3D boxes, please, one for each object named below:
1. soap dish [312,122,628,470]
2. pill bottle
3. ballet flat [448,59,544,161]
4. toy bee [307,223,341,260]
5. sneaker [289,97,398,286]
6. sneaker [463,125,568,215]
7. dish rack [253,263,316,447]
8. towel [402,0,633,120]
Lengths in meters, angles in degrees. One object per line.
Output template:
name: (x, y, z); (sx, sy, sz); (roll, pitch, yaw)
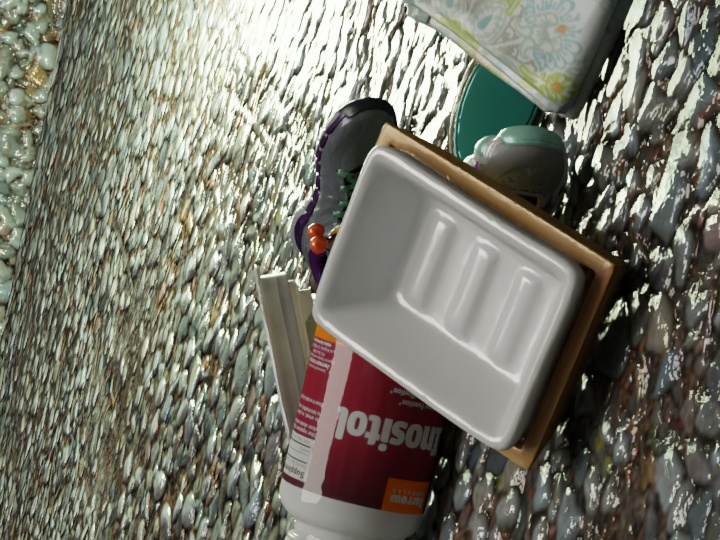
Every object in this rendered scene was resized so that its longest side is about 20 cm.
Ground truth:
soap dish: (0.073, 0.014, 1.442); (0.200, 0.081, 0.157); (34, 116, 30)
pill bottle: (0.003, 0.134, 1.637); (0.113, 0.113, 0.200); (-161, 84, -71)
ballet flat: (0.117, -0.159, 1.611); (0.062, 0.067, 0.200); (13, -86, -80)
toy bee: (0.000, 0.000, 1.744); (0.131, 0.109, 0.200); (-132, 57, -70)
sneaker: (-0.003, -0.059, 1.875); (0.200, 0.074, 0.088); (110, 148, -47)
sneaker: (0.100, 0.003, 1.518); (0.200, 0.078, 0.140); (111, 160, -51)
dish rack: (-0.048, 0.087, 1.794); (0.200, 0.044, 0.172); (89, 169, -79)
towel: (0.123, -0.228, 1.516); (0.171, 0.048, 0.200); (39, 123, 28)
